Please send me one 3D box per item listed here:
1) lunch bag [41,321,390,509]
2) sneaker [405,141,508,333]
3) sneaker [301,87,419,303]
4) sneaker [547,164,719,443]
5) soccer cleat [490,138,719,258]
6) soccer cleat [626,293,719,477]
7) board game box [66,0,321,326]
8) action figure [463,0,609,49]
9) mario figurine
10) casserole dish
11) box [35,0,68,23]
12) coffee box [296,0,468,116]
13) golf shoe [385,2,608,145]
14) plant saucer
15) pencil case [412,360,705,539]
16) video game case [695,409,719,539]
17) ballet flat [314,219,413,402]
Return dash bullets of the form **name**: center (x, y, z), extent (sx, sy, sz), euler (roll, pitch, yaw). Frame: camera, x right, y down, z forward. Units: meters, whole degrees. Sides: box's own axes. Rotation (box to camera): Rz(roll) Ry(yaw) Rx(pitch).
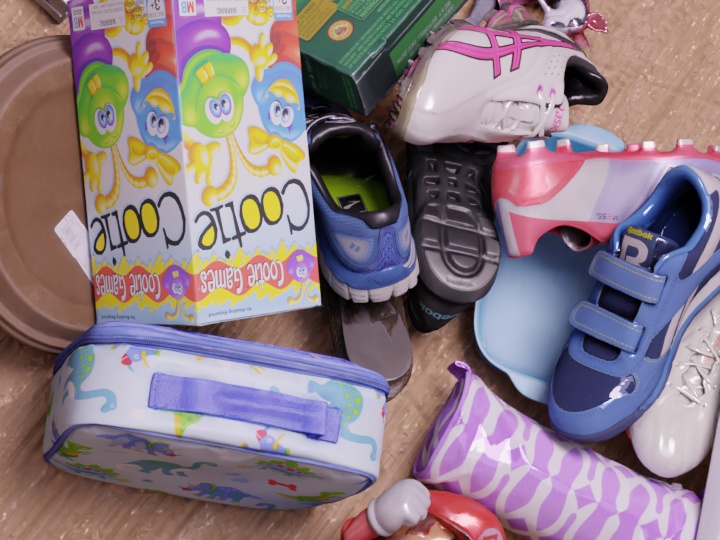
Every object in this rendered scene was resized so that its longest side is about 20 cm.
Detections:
- **lunch bag**: center (-0.088, 0.090, 1.324), extent (0.199, 0.161, 0.083), euler (11, 74, -13)
- **sneaker**: center (0.054, -0.050, 1.453), extent (0.075, 0.079, 0.201), euler (14, 54, -8)
- **sneaker**: center (-0.015, -0.076, 1.387), extent (0.078, 0.089, 0.200), euler (-17, 50, -19)
- **sneaker**: center (0.177, 0.017, 1.394), extent (0.074, 0.082, 0.201), euler (24, 75, 37)
- **soccer cleat**: center (0.169, -0.048, 1.439), extent (0.199, 0.067, 0.077), euler (-2, 91, -36)
- **soccer cleat**: center (0.237, 0.053, 1.454), extent (0.069, 0.078, 0.200), euler (38, 53, -6)
- **board game box**: center (-0.102, -0.072, 1.329), extent (0.103, 0.104, 0.202), euler (-9, 95, -44)
- **action figure**: center (0.108, -0.241, 1.519), extent (0.201, 0.134, 0.149), euler (55, 25, -11)
- **mario figurine**: center (0.006, 0.206, 1.349), extent (0.199, 0.124, 0.106), euler (-25, 72, -17)
- **casserole dish**: center (0.138, -0.002, 1.482), extent (0.120, 0.039, 0.201), euler (17, 71, -12)
- **box**: center (-0.148, -0.249, 1.454), extent (0.041, 0.039, 0.200), euler (42, 69, -5)
- **coffee box**: center (-0.038, -0.188, 1.414), extent (0.199, 0.044, 0.123), euler (27, 65, 31)
- **golf shoe**: center (0.091, -0.119, 1.393), extent (0.092, 0.073, 0.200), euler (30, 32, 20)
- **plant saucer**: center (-0.174, -0.047, 1.351), extent (0.199, 0.029, 0.202), euler (0, 90, -46)
- **pencil case**: center (0.133, 0.141, 1.419), extent (0.199, 0.084, 0.086), euler (28, 72, -8)
- **video game case**: center (0.300, 0.112, 1.455), extent (0.182, 0.023, 0.201), euler (21, 76, -42)
- **ballet flat**: center (0.000, 0.000, 1.420), extent (0.067, 0.046, 0.201), euler (-6, 57, -8)
